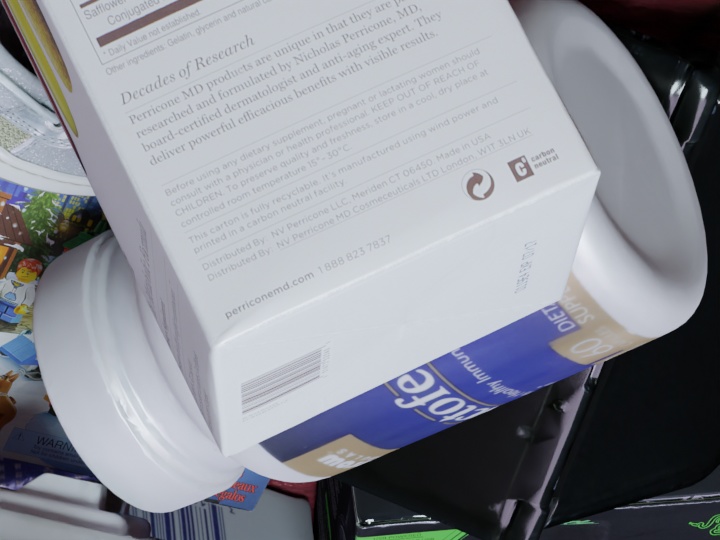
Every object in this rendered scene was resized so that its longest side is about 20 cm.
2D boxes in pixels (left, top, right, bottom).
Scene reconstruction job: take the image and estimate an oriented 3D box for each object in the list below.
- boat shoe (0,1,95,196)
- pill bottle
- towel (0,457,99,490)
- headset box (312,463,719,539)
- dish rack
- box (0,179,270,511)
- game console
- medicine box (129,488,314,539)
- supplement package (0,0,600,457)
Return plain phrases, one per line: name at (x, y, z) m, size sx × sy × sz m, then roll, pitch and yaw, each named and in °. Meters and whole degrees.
boat shoe at (-0.115, -0.085, 0.914) m, size 0.065 × 0.075 × 0.202 m, roll -26°, pitch 140°, yaw 30°
pill bottle at (0.000, 0.000, 0.943) m, size 0.200 × 0.116 × 0.116 m, roll -25°, pitch 143°, yaw 25°
towel at (-0.149, 0.033, 1.096) m, size 0.200 × 0.024 × 0.145 m, roll -6°, pitch 128°, yaw -3°
headset box at (0.073, 0.101, 1.219) m, size 0.174 × 0.093 × 0.200 m, roll -3°, pitch 146°, yaw -7°
dish rack at (-0.145, 0.083, 1.021) m, size 0.171 × 0.044 × 0.200 m, roll 13°, pitch 175°, yaw 1°
box at (-0.099, 0.004, 1.035) m, size 0.200 × 0.038 × 0.137 m, roll 15°, pitch 117°, yaw -29°
game console at (0.073, -0.012, 1.048) m, size 0.176 × 0.116 × 0.200 m, roll 22°, pitch 118°, yaw 5°
medicine box at (-0.146, 0.158, 1.256) m, size 0.182 × 0.103 × 0.200 m, roll 22°, pitch 137°, yaw -37°
supplement package at (-0.033, -0.071, 0.797) m, size 0.109 × 0.200 × 0.114 m, roll -25°, pitch 164°, yaw -9°
